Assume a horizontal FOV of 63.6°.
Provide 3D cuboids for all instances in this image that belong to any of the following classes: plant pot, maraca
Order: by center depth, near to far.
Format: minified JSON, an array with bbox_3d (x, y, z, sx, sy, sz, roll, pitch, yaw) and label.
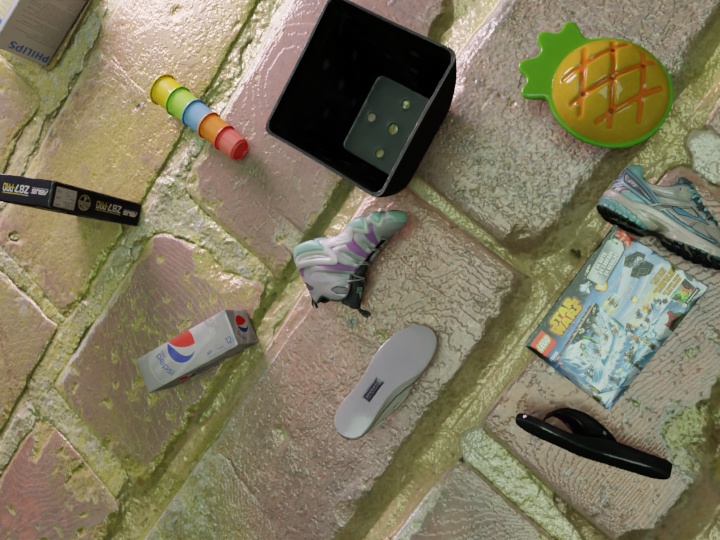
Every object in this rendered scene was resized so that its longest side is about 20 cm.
[{"bbox_3d":[0.304,-0.242,0.757,0.199,0.107,0.138,36,93,18],"label":"maraca"},{"bbox_3d":[0.020,-0.223,0.825,0.199,0.177,0.201,32,98,17],"label":"plant pot"}]

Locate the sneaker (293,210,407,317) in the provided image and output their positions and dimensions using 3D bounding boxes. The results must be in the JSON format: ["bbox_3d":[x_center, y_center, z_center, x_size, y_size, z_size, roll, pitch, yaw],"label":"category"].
[{"bbox_3d":[0.000,0.000,0.883,0.198,0.077,0.142,-22,82,28],"label":"sneaker"}]

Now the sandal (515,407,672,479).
[{"bbox_3d":[0.305,0.220,0.769,0.197,0.076,0.049,17,68,13],"label":"sandal"}]

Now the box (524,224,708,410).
[{"bbox_3d":[0.333,0.062,0.771,0.136,0.040,0.201,38,101,16],"label":"box"}]

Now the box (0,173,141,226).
[{"bbox_3d":[-0.510,-0.122,1.004,0.159,0.200,0.050,12,90,19],"label":"box"}]

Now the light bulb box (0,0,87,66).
[{"bbox_3d":[-0.651,-0.546,1.111,0.198,0.125,0.200,45,103,15],"label":"light bulb box"}]

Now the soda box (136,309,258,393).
[{"bbox_3d":[-0.275,0.135,0.978,0.198,0.068,0.064,-28,79,18],"label":"soda box"}]

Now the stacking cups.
[{"bbox_3d":[-0.276,-0.262,0.996,0.199,0.060,0.061,38,100,17],"label":"stacking cups"}]

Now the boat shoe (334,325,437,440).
[{"bbox_3d":[0.042,0.169,0.861,0.072,0.066,0.201,33,78,21],"label":"boat shoe"}]

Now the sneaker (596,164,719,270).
[{"bbox_3d":[0.408,-0.069,0.730,0.198,0.077,0.087,31,95,18],"label":"sneaker"}]
